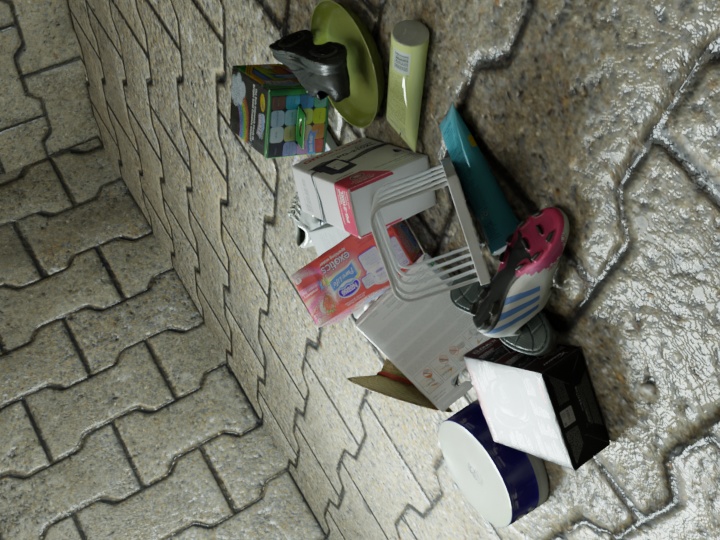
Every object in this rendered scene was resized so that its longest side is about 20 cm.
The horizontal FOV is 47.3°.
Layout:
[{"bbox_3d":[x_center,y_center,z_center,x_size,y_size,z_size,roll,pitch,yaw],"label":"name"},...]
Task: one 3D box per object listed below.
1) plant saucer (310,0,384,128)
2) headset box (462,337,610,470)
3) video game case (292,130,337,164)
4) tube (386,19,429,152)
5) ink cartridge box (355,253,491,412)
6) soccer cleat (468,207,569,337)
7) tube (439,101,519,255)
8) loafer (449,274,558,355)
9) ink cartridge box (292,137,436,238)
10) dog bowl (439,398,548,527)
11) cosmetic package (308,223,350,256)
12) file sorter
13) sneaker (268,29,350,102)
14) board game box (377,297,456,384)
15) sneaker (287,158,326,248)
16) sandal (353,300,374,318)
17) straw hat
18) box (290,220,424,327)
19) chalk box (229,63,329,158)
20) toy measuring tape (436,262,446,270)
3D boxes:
[{"bbox_3d":[-0.016,-0.323,1.279,0.200,0.031,0.201,50,154,35],"label":"plant saucer"},{"bbox_3d":[0.239,0.179,1.165,0.200,0.077,0.150,4,118,64],"label":"headset box"},{"bbox_3d":[-0.078,-0.199,1.577,0.144,0.018,0.200,60,158,13],"label":"video game case"},{"bbox_3d":[0.063,-0.257,1.153,0.201,0.051,0.059,92,-173,-56],"label":"tube"},{"bbox_3d":[0.114,0.098,1.282,0.200,0.161,0.050,44,-156,-5],"label":"ink cartridge box"},{"bbox_3d":[0.215,0.005,1.045,0.201,0.086,0.070,-60,36,31],"label":"soccer cleat"},{"bbox_3d":[0.154,-0.120,1.091,0.202,0.050,0.077,66,162,10],"label":"tube"},{"bbox_3d":[0.210,0.059,1.156,0.200,0.063,0.072,36,106,48],"label":"loafer"},{"bbox_3d":[0.001,-0.135,1.288,0.200,0.144,0.085,29,138,56],"label":"ink cartridge box"},{"bbox_3d":[0.219,0.321,1.376,0.200,0.078,0.201,49,153,35],"label":"dog bowl"},{"bbox_3d":[-0.018,-0.048,1.530,0.102,0.071,0.200,66,159,-8],"label":"cosmetic package"},{"bbox_3d":[0.087,-0.054,1.094,0.200,0.123,0.140,-78,-32,-76],"label":"file sorter"},{"bbox_3d":[-0.081,-0.320,1.301,0.200,0.075,0.091,42,156,49],"label":"sneaker"},{"bbox_3d":[0.100,0.131,1.488,0.200,0.046,0.152,52,156,29],"label":"board game box"},{"bbox_3d":[-0.106,-0.122,1.605,0.073,0.070,0.201,43,150,43],"label":"sneaker"},{"bbox_3d":[0.011,0.048,1.510,0.203,0.049,0.083,-164,66,-80],"label":"sandal"},{"bbox_3d":[0.076,0.169,1.389,0.201,0.199,0.086,12,84,64],"label":"straw hat"},{"bbox_3d":[0.000,0.000,1.358,0.103,0.199,0.095,59,-160,10],"label":"box"},{"bbox_3d":[-0.133,-0.277,1.447,0.200,0.123,0.126,41,132,46],"label":"chalk box"},{"bbox_3d":[0.096,0.054,1.355,0.074,0.073,0.200,59,146,14],"label":"toy measuring tape"}]
